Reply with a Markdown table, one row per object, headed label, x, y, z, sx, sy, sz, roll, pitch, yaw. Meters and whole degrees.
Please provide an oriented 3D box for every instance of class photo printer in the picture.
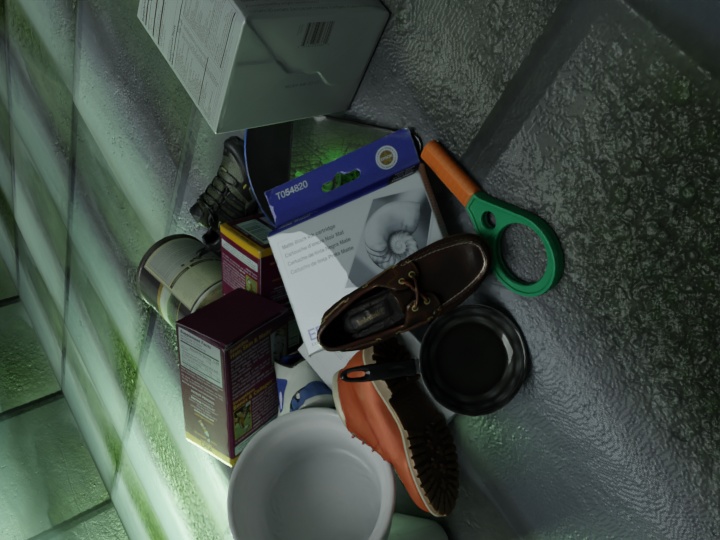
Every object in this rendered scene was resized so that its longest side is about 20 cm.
| label | x | y | z | sx | sy | sz | roll | pitch | yaw |
| --- | --- | --- | --- | --- | --- | --- | --- | --- | --- |
| photo printer | 0.011 | 0.379 | 0.897 | 0.199 | 0.164 | 0.071 | -17 | 73 | 54 |

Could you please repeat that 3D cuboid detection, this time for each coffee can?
| label | x | y | z | sx | sy | sz | roll | pitch | yaw |
| --- | --- | --- | --- | --- | --- | --- | --- | --- | --- |
| coffee can | -0.278 | 0.041 | 1.132 | 0.199 | 0.145 | 0.148 | 31 | 129 | 40 |

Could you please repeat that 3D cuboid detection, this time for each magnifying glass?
| label | x | y | z | sx | sy | sz | roll | pitch | yaw |
| --- | --- | --- | --- | --- | --- | --- | --- | --- | --- |
| magnifying glass | 0.129 | -0.058 | 0.668 | 0.201 | 0.022 | 0.080 | 51 | 140 | 22 |

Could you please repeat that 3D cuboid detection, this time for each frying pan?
| label | x | y | z | sx | sy | sz | roll | pitch | yaw |
| --- | --- | --- | --- | --- | --- | --- | --- | --- | --- |
| frying pan | 0.086 | 0.112 | 0.691 | 0.116 | 0.188 | 0.031 | 61 | -179 | 4 |

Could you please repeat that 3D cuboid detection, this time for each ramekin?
| label | x | y | z | sx | sy | sz | roll | pitch | yaw |
| --- | --- | --- | --- | --- | --- | --- | --- | --- | --- |
| ramekin | -0.052 | 0.279 | 0.786 | 0.200 | 0.200 | 0.098 | 44 | 162 | 31 |

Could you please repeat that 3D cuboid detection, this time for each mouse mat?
| label | x | y | z | sx | sy | sz | roll | pitch | yaw |
| --- | --- | --- | --- | --- | --- | --- | --- | --- | --- |
| mouse mat | -0.017 | -0.101 | 0.800 | 0.198 | 0.007 | 0.163 | 19 | 113 | 32 |

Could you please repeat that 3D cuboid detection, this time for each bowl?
| label | x | y | z | sx | sy | sz | roll | pitch | yaw |
| --- | --- | --- | --- | --- | --- | --- | --- | --- | --- |
| bowl | -0.098 | -0.146 | 0.906 | 0.199 | 0.039 | 0.204 | 26 | 125 | 44 |

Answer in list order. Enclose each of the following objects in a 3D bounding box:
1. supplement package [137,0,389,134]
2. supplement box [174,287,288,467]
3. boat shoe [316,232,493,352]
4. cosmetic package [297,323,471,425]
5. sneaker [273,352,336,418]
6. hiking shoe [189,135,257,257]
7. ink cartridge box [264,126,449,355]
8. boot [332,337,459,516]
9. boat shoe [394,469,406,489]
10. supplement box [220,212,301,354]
| label | x | y | z | sx | sy | sz | roll | pitch | yaw |
| --- | --- | --- | --- | --- | --- | --- | --- | --- | --- |
| supplement package | -0.114 | -0.288 | 0.734 | 0.201 | 0.190 | 0.148 | 54 | 140 | 20 |
| supplement box | -0.178 | 0.150 | 0.932 | 0.102 | 0.130 | 0.203 | 19 | 120 | 29 |
| boat shoe | 0.044 | 0.029 | 0.664 | 0.199 | 0.070 | 0.071 | -33 | 87 | 16 |
| cosmetic package | 0.031 | 0.116 | 0.796 | 0.200 | 0.051 | 0.151 | 47 | 122 | 16 |
| sneaker | -0.082 | 0.183 | 0.912 | 0.201 | 0.079 | 0.116 | 114 | 149 | -44 |
| hiking shoe | -0.213 | -0.108 | 1.018 | 0.075 | 0.100 | 0.202 | 37 | 132 | 36 |
| ink cartridge box | -0.003 | -0.032 | 0.731 | 0.197 | 0.041 | 0.203 | -22 | 86 | 18 |
| boot | 0.037 | 0.184 | 0.740 | 0.107 | 0.074 | 0.202 | -35 | 73 | 39 |
| boat shoe | 0.029 | 0.212 | 0.883 | 0.076 | 0.060 | 0.202 | -41 | 72 | 52 |
| supplement box | -0.152 | 0.029 | 1.014 | 0.110 | 0.085 | 0.203 | 31 | 128 | 40 |
